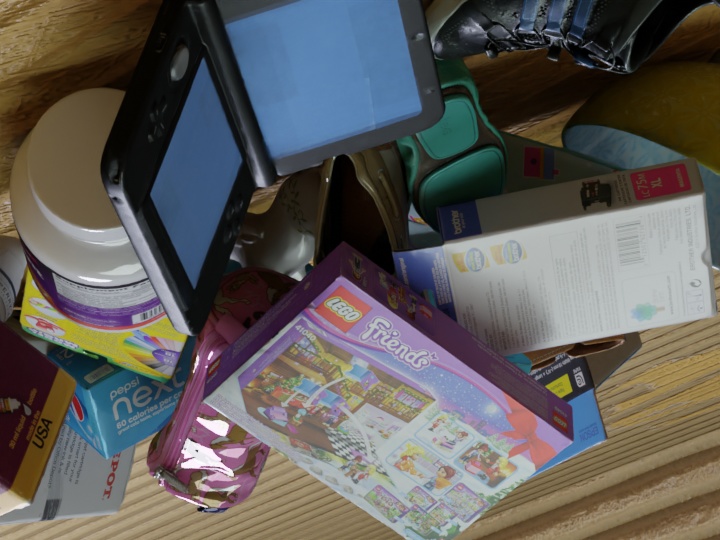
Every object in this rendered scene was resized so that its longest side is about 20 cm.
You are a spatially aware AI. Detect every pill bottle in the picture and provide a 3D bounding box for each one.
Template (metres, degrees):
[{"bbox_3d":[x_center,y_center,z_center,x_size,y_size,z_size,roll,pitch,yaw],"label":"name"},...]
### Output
[{"bbox_3d":[-0.147,-0.037,1.458,0.111,0.112,0.200,-14,167,-7],"label":"pill bottle"}]

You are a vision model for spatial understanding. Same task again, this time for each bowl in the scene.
[{"bbox_3d":[0.248,-0.085,1.696,0.108,0.200,0.200,-58,174,-11],"label":"bowl"}]

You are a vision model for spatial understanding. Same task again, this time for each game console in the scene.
[{"bbox_3d":[-0.042,-0.069,1.343,0.116,0.176,0.200,12,156,15],"label":"game console"}]

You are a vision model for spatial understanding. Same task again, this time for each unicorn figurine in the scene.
[{"bbox_3d":[-0.052,-0.013,1.713,0.200,0.137,0.074,-47,173,28],"label":"unicorn figurine"}]

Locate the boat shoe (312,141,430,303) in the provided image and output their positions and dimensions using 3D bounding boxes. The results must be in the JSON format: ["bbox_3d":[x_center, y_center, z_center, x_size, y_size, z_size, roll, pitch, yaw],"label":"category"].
[{"bbox_3d":[0.000,0.000,1.611,0.075,0.201,0.068,2,-160,23],"label":"boat shoe"}]

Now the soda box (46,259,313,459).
[{"bbox_3d":[-0.123,0.055,1.825,0.200,0.068,0.064,-28,-142,-24],"label":"soda box"}]

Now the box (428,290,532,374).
[{"bbox_3d":[0.036,0.050,1.729,0.049,0.200,0.082,5,114,-35],"label":"box"}]

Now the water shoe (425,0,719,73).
[{"bbox_3d":[0.125,-0.144,1.397,0.200,0.079,0.071,-21,166,23],"label":"water shoe"}]

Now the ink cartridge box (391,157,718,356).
[{"bbox_3d":[0.123,-0.002,1.593,0.199,0.042,0.120,-13,137,1],"label":"ink cartridge box"}]

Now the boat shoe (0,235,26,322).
[{"bbox_3d":[-0.298,0.020,1.619,0.199,0.074,0.067,-5,-147,27],"label":"boat shoe"}]

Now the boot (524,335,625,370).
[{"bbox_3d":[0.092,0.004,1.831,0.199,0.155,0.074,-13,168,-11],"label":"boot"}]

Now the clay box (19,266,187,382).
[{"bbox_3d":[-0.164,0.014,1.668,0.115,0.048,0.200,21,160,-3],"label":"clay box"}]

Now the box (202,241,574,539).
[{"bbox_3d":[0.019,0.085,1.599,0.200,0.039,0.137,36,120,-22],"label":"box"}]

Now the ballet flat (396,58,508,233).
[{"bbox_3d":[0.050,-0.091,1.544,0.067,0.071,0.200,-22,156,0],"label":"ballet flat"}]

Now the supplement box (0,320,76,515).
[{"bbox_3d":[-0.296,0.069,1.534,0.200,0.103,0.131,40,136,-26],"label":"supplement box"}]

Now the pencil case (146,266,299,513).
[{"bbox_3d":[-0.087,0.082,1.700,0.083,0.087,0.200,18,138,-6],"label":"pencil case"}]

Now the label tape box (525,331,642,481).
[{"bbox_3d":[0.160,0.055,2.039,0.063,0.201,0.144,-10,167,-29],"label":"label tape box"}]

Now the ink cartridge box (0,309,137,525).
[{"bbox_3d":[-0.253,0.106,1.848,0.084,0.145,0.200,19,-171,33],"label":"ink cartridge box"}]

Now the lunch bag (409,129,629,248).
[{"bbox_3d":[0.110,-0.037,1.709,0.199,0.077,0.160,17,168,-1],"label":"lunch bag"}]
